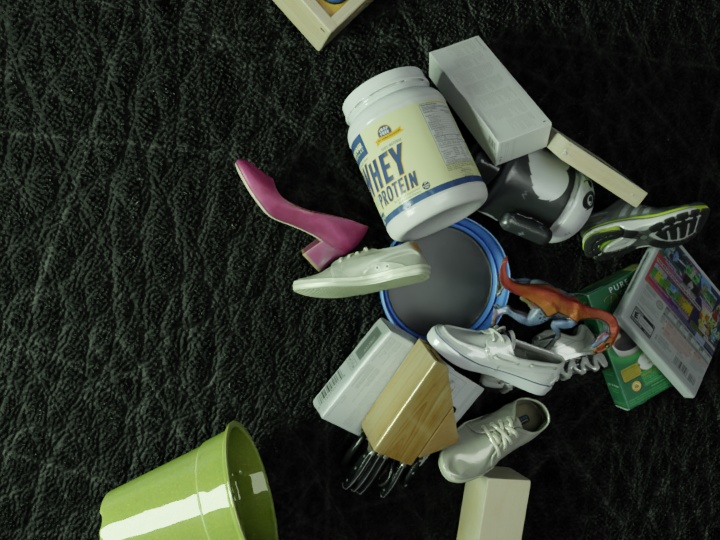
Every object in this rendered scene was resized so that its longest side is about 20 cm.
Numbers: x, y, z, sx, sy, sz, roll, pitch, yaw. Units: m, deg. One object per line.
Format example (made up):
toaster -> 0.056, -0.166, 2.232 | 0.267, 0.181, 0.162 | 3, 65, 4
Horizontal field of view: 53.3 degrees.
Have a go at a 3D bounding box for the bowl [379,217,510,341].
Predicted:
bowl -> 0.122, 0.018, 1.061 | 0.200, 0.039, 0.202 | -1, 93, -13

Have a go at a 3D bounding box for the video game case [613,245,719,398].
video game case -> 0.489, 0.065, 1.114 | 0.200, 0.023, 0.183 | 44, 66, -18

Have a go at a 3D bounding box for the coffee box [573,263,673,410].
coffee box -> 0.425, 0.102, 1.128 | 0.123, 0.044, 0.201 | -26, 98, -12

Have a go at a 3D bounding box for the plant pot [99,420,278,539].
plant pot -> -0.227, 0.322, 0.941 | 0.189, 0.200, 0.201 | -18, 96, 2

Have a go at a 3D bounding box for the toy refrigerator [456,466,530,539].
toy refrigerator -> 0.192, 0.401, 1.082 | 0.076, 0.070, 0.201 | 8, 92, -19

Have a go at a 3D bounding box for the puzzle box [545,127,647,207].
puzzle box -> 0.312, -0.160, 1.016 | 0.133, 0.200, 0.025 | 30, 109, -12

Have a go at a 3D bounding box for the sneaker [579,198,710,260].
sneaker -> 0.425, -0.078, 1.086 | 0.199, 0.081, 0.074 | -9, 137, -1

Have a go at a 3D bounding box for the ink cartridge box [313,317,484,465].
ink cartridge box -> 0.057, 0.180, 1.043 | 0.200, 0.057, 0.163 | 32, 101, -33

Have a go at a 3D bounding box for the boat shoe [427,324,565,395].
boat shoe -> 0.190, 0.107, 0.998 | 0.199, 0.074, 0.066 | 20, 116, -17

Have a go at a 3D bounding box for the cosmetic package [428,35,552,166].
cosmetic package -> 0.175, -0.239, 0.998 | 0.082, 0.051, 0.200 | -22, 57, -8

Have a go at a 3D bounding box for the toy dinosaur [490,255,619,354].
toy dinosaur -> 0.278, 0.064, 1.012 | 0.181, 0.200, 0.106 | 8, 77, 11

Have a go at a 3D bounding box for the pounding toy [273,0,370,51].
pounding toy -> -0.037, -0.443, 0.951 | 0.200, 0.142, 0.184 | -45, 101, -6

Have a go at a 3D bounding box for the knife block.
knife block -> 0.041, 0.213, 0.988 | 0.175, 0.064, 0.201 | -18, 119, -12

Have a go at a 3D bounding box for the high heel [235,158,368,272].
high heel -> -0.080, -0.095, 0.992 | 0.096, 0.067, 0.200 | -40, 105, 2

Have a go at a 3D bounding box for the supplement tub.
supplement tub -> 0.069, -0.156, 0.972 | 0.144, 0.145, 0.201 | -22, 80, -10

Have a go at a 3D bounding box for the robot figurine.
robot figurine -> 0.240, -0.121, 1.036 | 0.199, 0.125, 0.151 | 25, 91, -12

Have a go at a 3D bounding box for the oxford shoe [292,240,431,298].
oxford shoe -> 0.000, 0.000, 0.997 | 0.199, 0.075, 0.058 | -12, 75, 18

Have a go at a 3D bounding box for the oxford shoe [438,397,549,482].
oxford shoe -> 0.198, 0.241, 1.048 | 0.199, 0.058, 0.075 | -23, 75, -25

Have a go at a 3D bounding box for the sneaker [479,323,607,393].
sneaker -> 0.270, 0.136, 1.090 | 0.199, 0.075, 0.081 | -12, 77, -11
